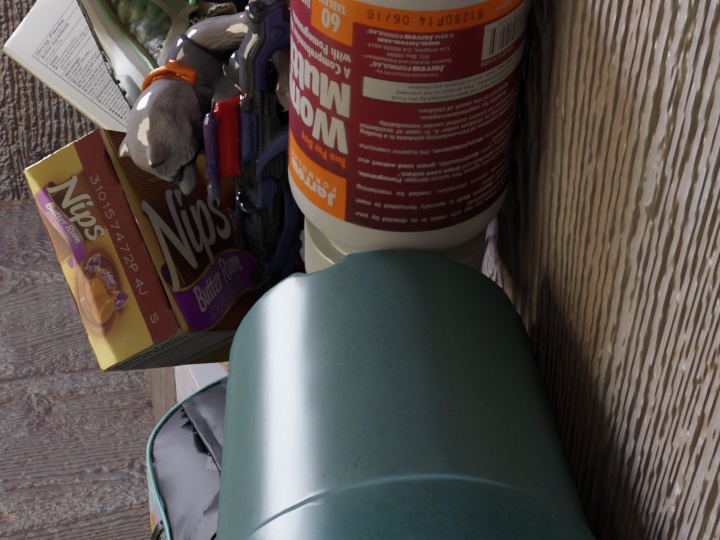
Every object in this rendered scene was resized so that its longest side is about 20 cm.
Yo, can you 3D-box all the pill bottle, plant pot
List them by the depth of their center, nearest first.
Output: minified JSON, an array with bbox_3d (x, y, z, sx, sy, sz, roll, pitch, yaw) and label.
[{"bbox_3d":[0.017,0.110,0.804,0.201,0.198,0.197,95,172,-46],"label":"plant pot"},{"bbox_3d":[0.020,-0.078,0.836,0.110,0.109,0.201,-109,17,-47],"label":"pill bottle"}]

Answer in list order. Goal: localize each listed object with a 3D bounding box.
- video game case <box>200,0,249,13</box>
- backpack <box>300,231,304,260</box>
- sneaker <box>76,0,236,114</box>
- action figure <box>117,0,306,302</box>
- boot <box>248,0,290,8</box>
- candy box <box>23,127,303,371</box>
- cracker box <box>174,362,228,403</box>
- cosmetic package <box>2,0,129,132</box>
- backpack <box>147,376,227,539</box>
[{"bbox_3d":[-0.085,-0.284,1.270,0.143,0.019,0.202,-18,-75,-63],"label":"video game case"},{"bbox_3d":[-0.087,-0.065,1.299,0.200,0.152,0.178,166,102,-71],"label":"backpack"},{"bbox_3d":[-0.122,-0.151,1.121,0.201,0.088,0.077,61,173,24],"label":"sneaker"},{"bbox_3d":[-0.045,-0.082,0.946,0.104,0.193,0.201,37,134,33],"label":"action figure"},{"bbox_3d":[-0.040,-0.186,1.036,0.175,0.066,0.202,67,-152,-59],"label":"boot"},{"bbox_3d":[-0.097,-0.010,0.993,0.117,0.056,0.200,67,-162,10],"label":"candy box"},{"bbox_3d":[-0.054,0.085,1.243,0.200,0.133,0.058,-135,40,-71],"label":"cracker box"},{"bbox_3d":[-0.136,-0.129,1.193,0.200,0.105,0.071,39,180,32],"label":"cosmetic package"},{"bbox_3d":[-0.030,0.149,1.004,0.201,0.174,0.154,-117,12,-45],"label":"backpack"}]
